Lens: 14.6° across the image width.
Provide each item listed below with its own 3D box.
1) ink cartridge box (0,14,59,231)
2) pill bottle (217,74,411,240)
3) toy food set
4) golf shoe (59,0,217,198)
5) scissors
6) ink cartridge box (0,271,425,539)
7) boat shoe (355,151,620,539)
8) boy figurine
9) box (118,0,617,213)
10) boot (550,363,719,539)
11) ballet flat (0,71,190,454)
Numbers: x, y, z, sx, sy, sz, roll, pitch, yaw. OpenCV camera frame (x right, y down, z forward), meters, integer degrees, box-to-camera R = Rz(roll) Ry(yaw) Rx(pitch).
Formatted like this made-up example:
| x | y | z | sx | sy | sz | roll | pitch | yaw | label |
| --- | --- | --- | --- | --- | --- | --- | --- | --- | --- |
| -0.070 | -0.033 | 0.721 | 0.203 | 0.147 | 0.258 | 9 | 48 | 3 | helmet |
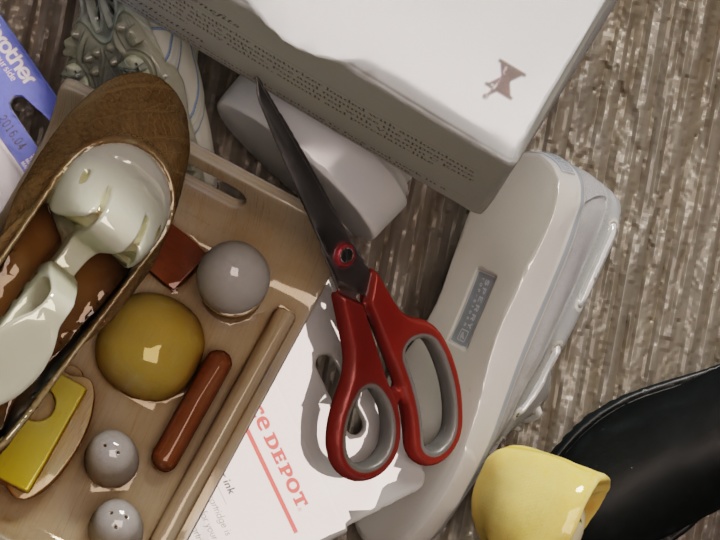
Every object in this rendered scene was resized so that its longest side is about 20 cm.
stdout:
| x | y | z | sx | sy | sz | roll | pitch | yaw | label |
| --- | --- | --- | --- | --- | --- | --- | --- | --- | --- |
| -0.213 | -0.013 | 1.258 | 0.200 | 0.042 | 0.119 | -36 | 97 | -8 | ink cartridge box |
| 0.033 | -0.120 | 1.275 | 0.116 | 0.116 | 0.200 | 42 | 82 | -9 | pill bottle |
| -0.113 | 0.035 | 1.203 | 0.143 | 0.060 | 0.200 | 28 | 74 | 3 | toy food set |
| -0.091 | -0.116 | 1.270 | 0.097 | 0.078 | 0.200 | -33 | 115 | -41 | golf shoe |
| 0.000 | 0.000 | 1.217 | 0.073 | 0.014 | 0.200 | -23 | 111 | -29 | scissors |
| -0.086 | 0.091 | 1.269 | 0.200 | 0.068 | 0.116 | -26 | 94 | -11 | ink cartridge box |
| 0.062 | 0.043 | 1.306 | 0.068 | 0.072 | 0.200 | 19 | 92 | -41 | boat shoe |
| 0.085 | 0.177 | 1.284 | 0.064 | 0.124 | 0.200 | 4 | 99 | 23 | boy figurine |
| 0.021 | -0.163 | 1.155 | 0.199 | 0.131 | 0.200 | 31 | 81 | 1 | box |
| 0.184 | 0.077 | 1.280 | 0.198 | 0.162 | 0.073 | -26 | 94 | -11 | boot |
| -0.125 | 0.004 | 1.149 | 0.068 | 0.072 | 0.200 | 40 | 77 | -16 | ballet flat |
